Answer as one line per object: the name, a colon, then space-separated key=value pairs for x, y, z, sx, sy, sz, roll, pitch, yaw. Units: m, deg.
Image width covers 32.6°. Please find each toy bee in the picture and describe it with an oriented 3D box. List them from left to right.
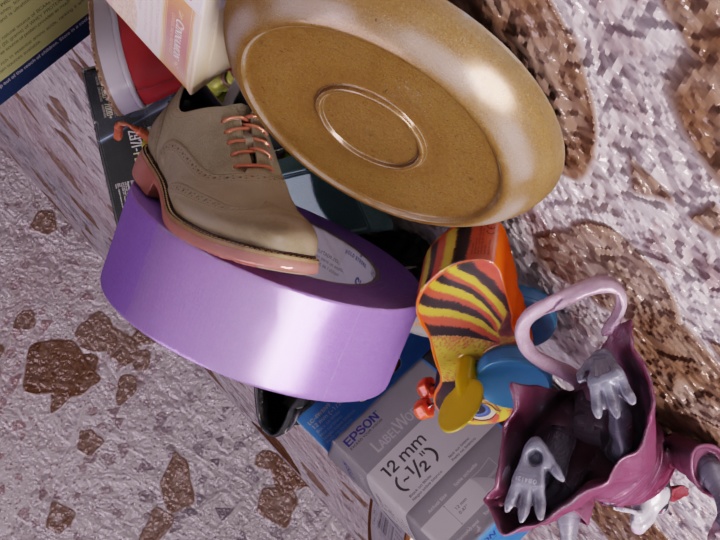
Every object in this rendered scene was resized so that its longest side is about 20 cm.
toy bee: x=0.072 y=0.062 z=0.766 sx=0.108 sy=0.131 sz=0.201 roll=-14 pitch=109 yaw=24

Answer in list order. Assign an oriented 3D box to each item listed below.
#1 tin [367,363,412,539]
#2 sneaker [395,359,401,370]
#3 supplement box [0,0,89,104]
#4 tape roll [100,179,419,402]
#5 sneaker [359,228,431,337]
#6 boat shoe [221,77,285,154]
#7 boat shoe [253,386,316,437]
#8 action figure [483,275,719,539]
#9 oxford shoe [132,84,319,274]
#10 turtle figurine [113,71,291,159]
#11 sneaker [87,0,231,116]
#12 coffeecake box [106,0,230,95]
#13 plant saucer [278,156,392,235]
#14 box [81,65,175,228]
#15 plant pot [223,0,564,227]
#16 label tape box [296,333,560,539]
tin: x=0.047 y=0.161 z=1.018 sx=0.042 sy=0.202 sz=0.112 roll=9 pitch=-173 yaw=-21
sneaker: x=0.000 y=0.090 z=1.096 sx=0.078 sy=0.112 sz=0.200 roll=42 pitch=165 yaw=26
supplement box: x=-0.299 y=-0.253 z=0.914 sx=0.134 sy=0.200 sz=0.200 roll=39 pitch=164 yaw=31
tape roll: x=-0.062 y=0.007 z=0.790 sx=0.199 sy=0.066 sz=0.200 roll=22 pitch=-166 yaw=-6
sneaker: x=0.000 y=0.000 z=0.946 sx=0.200 sy=0.074 sz=0.079 roll=32 pitch=163 yaw=51
boat shoe: x=-0.042 y=-0.110 z=0.767 sx=0.060 sy=0.075 sz=0.200 roll=52 pitch=168 yaw=10
boat shoe: x=-0.063 y=0.064 z=0.963 sx=0.074 sy=0.066 sz=0.200 roll=42 pitch=152 yaw=24
action figure: x=0.141 y=0.109 z=0.730 sx=0.200 sy=0.133 sz=0.150 roll=25 pitch=-131 yaw=-57
oxford shoe: x=-0.078 y=-0.057 z=0.713 sx=0.070 sy=0.074 sz=0.200 roll=10 pitch=-162 yaw=-37
turtle figurine: x=-0.107 y=-0.113 z=0.964 sx=0.161 sy=0.065 sz=0.200 roll=44 pitch=141 yaw=-11
sneaker: x=-0.131 y=-0.202 z=0.847 sx=0.071 sy=0.112 sz=0.201 roll=68 pitch=-173 yaw=-60
coffeecake box: x=-0.130 y=-0.224 z=0.700 sx=0.200 sy=0.073 sz=0.154 roll=48 pitch=158 yaw=7
plant saucer: x=-0.066 y=-0.046 z=0.927 sx=0.199 sy=0.019 sz=0.070 roll=-9 pitch=114 yaw=41
box: x=-0.189 y=-0.074 z=1.134 sx=0.164 sy=0.085 sz=0.202 roll=120 pitch=136 yaw=-76
plant pot: x=0.010 y=-0.082 z=0.643 sx=0.199 sy=0.028 sz=0.200 roll=25 pitch=156 yaw=12
label tape box: x=0.057 y=0.113 z=0.912 sx=0.200 sy=0.143 sz=0.066 roll=40 pitch=165 yaw=30
